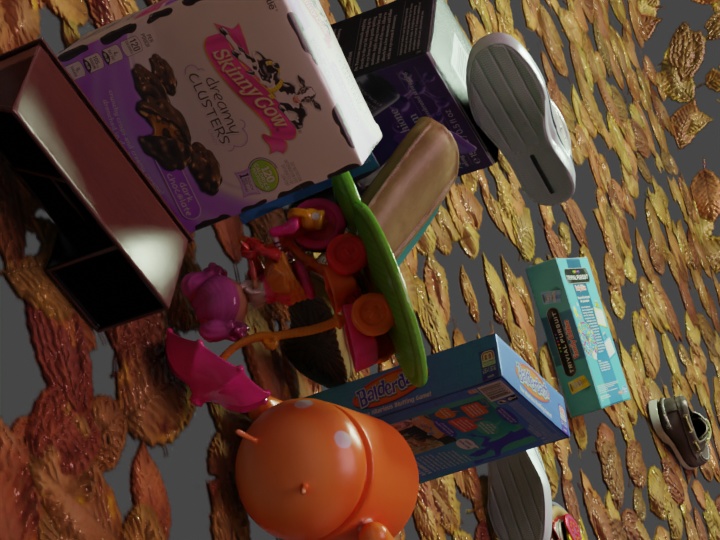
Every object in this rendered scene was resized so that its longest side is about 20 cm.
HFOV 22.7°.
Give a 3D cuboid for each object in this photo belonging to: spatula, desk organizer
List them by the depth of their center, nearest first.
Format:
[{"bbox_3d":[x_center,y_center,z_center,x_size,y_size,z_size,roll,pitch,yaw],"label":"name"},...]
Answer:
[{"bbox_3d":[-0.204,-0.056,1.261,0.200,0.071,0.077,55,29,-34],"label":"desk organizer"},{"bbox_3d":[0.012,-0.090,1.635,0.056,0.199,0.021,29,46,-44],"label":"spatula"}]

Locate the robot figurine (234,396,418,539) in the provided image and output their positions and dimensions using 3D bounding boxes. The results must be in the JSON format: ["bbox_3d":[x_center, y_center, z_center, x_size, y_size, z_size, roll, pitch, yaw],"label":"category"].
[{"bbox_3d":[-0.025,0.167,1.443,0.200,0.116,0.145,26,55,-60],"label":"robot figurine"}]

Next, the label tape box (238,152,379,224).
[{"bbox_3d":[-0.092,-0.121,1.482,0.201,0.142,0.066,58,24,-29],"label":"label tape box"}]

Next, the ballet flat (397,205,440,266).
[{"bbox_3d":[0.000,0.000,1.657,0.201,0.072,0.072,-60,143,-6],"label":"ballet flat"}]

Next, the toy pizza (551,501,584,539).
[{"bbox_3d":[0.251,0.361,2.058,0.200,0.032,0.201,50,30,-43],"label":"toy pizza"}]

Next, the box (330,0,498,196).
[{"bbox_3d":[0.013,-0.154,1.684,0.148,0.199,0.105,53,30,-35],"label":"box"}]

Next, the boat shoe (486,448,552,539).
[{"bbox_3d":[0.174,0.220,1.932,0.067,0.073,0.201,31,44,-54],"label":"boat shoe"}]

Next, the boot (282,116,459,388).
[{"bbox_3d":[0.015,-0.010,1.559,0.200,0.066,0.176,-53,165,-27],"label":"boot"}]

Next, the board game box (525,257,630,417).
[{"bbox_3d":[0.286,0.085,2.350,0.151,0.047,0.202,-1,73,-67],"label":"board game box"}]

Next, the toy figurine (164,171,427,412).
[{"bbox_3d":[-0.068,0.026,1.385,0.150,0.183,0.201,87,-17,-64],"label":"toy figurine"}]

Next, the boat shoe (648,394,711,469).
[{"bbox_3d":[0.495,0.243,2.701,0.200,0.059,0.072,44,33,-49],"label":"boat shoe"}]

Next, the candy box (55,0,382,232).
[{"bbox_3d":[-0.109,-0.132,1.376,0.169,0.199,0.072,64,23,-15],"label":"candy box"}]

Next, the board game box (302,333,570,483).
[{"bbox_3d":[0.063,0.131,1.573,0.152,0.199,0.045,42,35,-52],"label":"board game box"}]

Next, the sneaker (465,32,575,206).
[{"bbox_3d":[0.144,-0.148,1.649,0.071,0.072,0.201,-93,162,-46],"label":"sneaker"}]
